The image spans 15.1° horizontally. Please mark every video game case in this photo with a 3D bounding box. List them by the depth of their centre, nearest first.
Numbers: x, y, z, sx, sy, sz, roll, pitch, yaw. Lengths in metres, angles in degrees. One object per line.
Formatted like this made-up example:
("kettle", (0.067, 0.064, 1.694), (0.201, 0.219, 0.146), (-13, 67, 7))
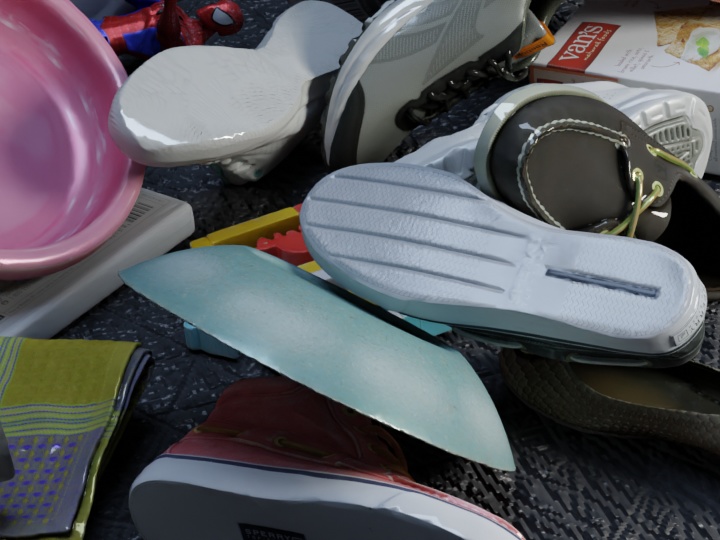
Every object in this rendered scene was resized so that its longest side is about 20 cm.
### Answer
("video game case", (-0.220, -0.004, 1.448), (0.182, 0.023, 0.200), (18, 41, 33))

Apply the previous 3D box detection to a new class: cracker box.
("cracker box", (0.210, -0.108, 1.502), (0.200, 0.058, 0.134), (10, 36, 26))

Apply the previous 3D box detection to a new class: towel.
("towel", (-0.206, 0.079, 1.292), (0.200, 0.023, 0.144), (5, 46, 17))

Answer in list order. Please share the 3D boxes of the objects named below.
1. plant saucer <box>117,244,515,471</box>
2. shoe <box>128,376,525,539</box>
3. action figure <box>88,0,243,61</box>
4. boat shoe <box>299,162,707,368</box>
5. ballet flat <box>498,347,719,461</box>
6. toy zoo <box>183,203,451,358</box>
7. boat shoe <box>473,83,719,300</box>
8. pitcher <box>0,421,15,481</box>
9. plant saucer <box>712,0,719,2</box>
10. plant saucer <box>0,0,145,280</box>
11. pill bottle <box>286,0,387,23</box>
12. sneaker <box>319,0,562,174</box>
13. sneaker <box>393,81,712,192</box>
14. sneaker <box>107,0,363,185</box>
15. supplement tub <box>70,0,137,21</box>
("plant saucer", (-0.012, 0.030, 1.226), (0.201, 0.039, 0.201), (26, 3, -1))
("shoe", (0.001, 0.098, 1.203), (0.200, 0.071, 0.091), (9, 38, 28))
("action figure", (-0.168, -0.152, 1.601), (0.200, 0.099, 0.065), (-9, 47, -8))
("boat shoe", (0.065, 0.009, 1.260), (0.200, 0.071, 0.072), (19, 68, 22))
("ballet flat", (0.148, 0.058, 1.262), (0.200, 0.046, 0.067), (23, 42, 38))
("toy zoo", (0.000, 0.000, 1.403), (0.200, 0.020, 0.131), (-19, 34, -19))
("boat shoe", (0.128, -0.035, 1.309), (0.061, 0.072, 0.201), (35, 8, 37))
("pitcher", (-0.281, 0.096, 1.205), (0.200, 0.121, 0.172), (-35, 36, -30))
("plant saucer", (0.144, -0.244, 1.492), (0.200, 0.037, 0.200), (11, 50, -28))
("plant saucer", (-0.211, -0.077, 1.413), (0.200, 0.051, 0.201), (17, 52, -23))
("pill bottle", (0.056, -0.203, 1.581), (0.200, 0.116, 0.116), (-8, 28, 29))
("sneaker", (0.052, -0.122, 1.470), (0.079, 0.200, 0.074), (42, 7, 18))
("sneaker", (0.079, -0.052, 1.397), (0.200, 0.078, 0.099), (-14, 26, -32))
("sneaker", (-0.068, -0.078, 1.473), (0.075, 0.089, 0.200), (41, 37, 18))
("supplement tub", (-0.202, -0.232, 1.707), (0.122, 0.123, 0.200), (-10, 33, -6))
